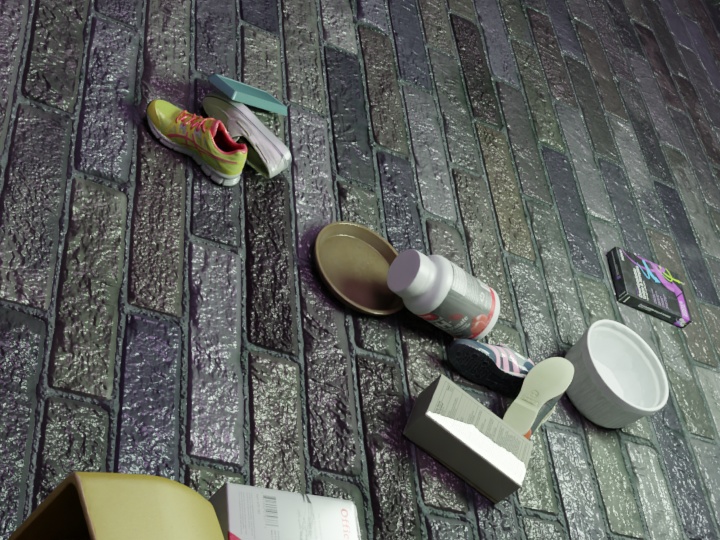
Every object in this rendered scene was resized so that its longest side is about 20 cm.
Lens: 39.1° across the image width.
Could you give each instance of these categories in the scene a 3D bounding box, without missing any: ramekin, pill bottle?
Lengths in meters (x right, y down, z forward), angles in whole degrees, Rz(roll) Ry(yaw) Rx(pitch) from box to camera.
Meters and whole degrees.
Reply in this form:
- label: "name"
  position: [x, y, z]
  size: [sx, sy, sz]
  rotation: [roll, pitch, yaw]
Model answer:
- label: "ramekin"
  position: [0.479, 0.206, 1.944]
  size: [0.199, 0.105, 0.201]
  rotation: [21, 44, -22]
- label: "pill bottle"
  position: [0.143, 0.041, 1.782]
  size: [0.199, 0.111, 0.111]
  rotation: [30, 39, -34]

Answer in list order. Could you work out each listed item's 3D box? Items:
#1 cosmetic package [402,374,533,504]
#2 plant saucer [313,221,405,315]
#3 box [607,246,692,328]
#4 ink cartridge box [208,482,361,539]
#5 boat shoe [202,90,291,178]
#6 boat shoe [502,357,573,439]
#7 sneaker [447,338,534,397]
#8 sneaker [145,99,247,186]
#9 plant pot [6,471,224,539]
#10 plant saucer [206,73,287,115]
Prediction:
- label: "cosmetic package"
  position: [0.178, 0.276, 1.661]
  size: [0.200, 0.073, 0.104]
  rotation: [38, 40, -5]
- label: "plant saucer"
  position: [0.000, 0.000, 1.797]
  size: [0.199, 0.029, 0.201]
  rotation: [22, 44, -22]
- label: "box"
  position: [0.651, 0.037, 2.288]
  size: [0.199, 0.036, 0.144]
  rotation: [20, 45, -23]
- label: "ink cartridge box"
  position: [-0.101, 0.374, 1.339]
  size: [0.199, 0.083, 0.146]
  rotation: [16, 46, -29]
- label: "boat shoe"
  position: [-0.215, -0.239, 1.807]
  size: [0.200, 0.072, 0.066]
  rotation: [44, 55, 4]
- label: "boat shoe"
  position: [0.306, 0.232, 1.769]
  size: [0.071, 0.063, 0.200]
  rotation: [27, 55, 25]
- label: "sneaker"
  position: [0.234, 0.160, 1.821]
  size: [0.199, 0.070, 0.082]
  rotation: [30, 36, -25]
- label: "sneaker"
  position: [-0.274, -0.237, 1.737]
  size: [0.199, 0.090, 0.078]
  rotation: [35, 42, -6]
- label: "plant pot"
  position: [-0.257, 0.349, 1.160]
  size: [0.199, 0.195, 0.195]
  rotation: [3, 53, -45]
- label: "plant saucer"
  position: [-0.202, -0.322, 1.860]
  size: [0.070, 0.019, 0.200]
  rotation: [40, 14, 19]
